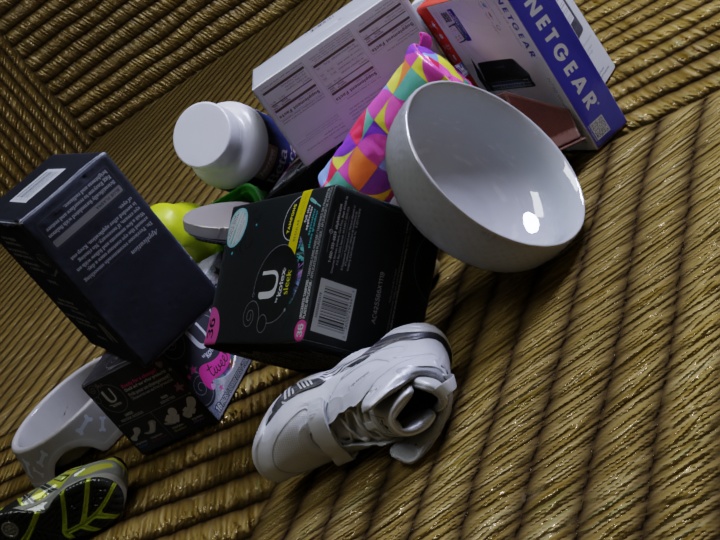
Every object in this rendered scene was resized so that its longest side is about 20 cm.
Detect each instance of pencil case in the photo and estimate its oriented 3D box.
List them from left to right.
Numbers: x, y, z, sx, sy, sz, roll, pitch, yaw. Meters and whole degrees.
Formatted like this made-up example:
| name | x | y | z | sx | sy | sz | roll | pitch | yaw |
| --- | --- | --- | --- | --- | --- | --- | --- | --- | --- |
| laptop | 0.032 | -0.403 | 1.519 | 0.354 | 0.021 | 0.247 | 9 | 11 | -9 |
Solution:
| name | x | y | z | sx | sy | sz | roll | pitch | yaw |
| --- | --- | --- | --- | --- | --- | --- | --- | --- | --- |
| pencil case | 0.037 | -0.149 | 1.250 | 0.200 | 0.088 | 0.088 | -53 | 14 | 21 |

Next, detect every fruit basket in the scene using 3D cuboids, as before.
| name | x | y | z | sx | sy | sz | roll | pitch | yaw |
| --- | --- | --- | --- | --- | --- | --- | --- | --- | --- |
| fruit basket | -0.191 | -0.019 | 1.469 | 0.216 | 0.156 | 0.216 | -27 | -2 | -1 |

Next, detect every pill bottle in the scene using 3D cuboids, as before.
| name | x | y | z | sx | sy | sz | roll | pitch | yaw |
| --- | --- | --- | --- | --- | --- | --- | --- | --- | --- |
| pill bottle | -0.150 | -0.152 | 1.494 | 0.111 | 0.111 | 0.200 | -32 | -18 | 18 |

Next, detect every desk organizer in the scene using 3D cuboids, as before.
| name | x | y | z | sx | sy | sz | roll | pitch | yaw |
| --- | --- | --- | --- | --- | --- | --- | --- | --- | --- |
| desk organizer | 0.144 | -0.146 | 1.253 | 0.072 | 0.077 | 0.200 | -25 | 7 | -24 |

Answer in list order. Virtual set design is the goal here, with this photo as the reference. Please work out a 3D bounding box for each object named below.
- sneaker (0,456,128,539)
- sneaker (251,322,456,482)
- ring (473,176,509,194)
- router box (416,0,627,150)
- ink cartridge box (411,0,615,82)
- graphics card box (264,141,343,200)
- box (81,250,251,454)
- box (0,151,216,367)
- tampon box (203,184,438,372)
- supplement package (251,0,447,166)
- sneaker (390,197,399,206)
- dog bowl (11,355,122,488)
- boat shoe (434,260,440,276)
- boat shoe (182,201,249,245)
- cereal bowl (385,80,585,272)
| name | x | y | z | sx | sy | sz | roll | pitch | yaw |
| --- | --- | --- | --- | --- | --- | --- | --- | --- | --- |
| sneaker | -0.333 | 0.265 | 1.271 | 0.200 | 0.075 | 0.076 | -22 | 15 | 14 |
| sneaker | -0.005 | 0.124 | 0.972 | 0.200 | 0.075 | 0.115 | -34 | 17 | 4 |
| ring | 0.094 | -0.073 | 1.237 | 0.200 | 0.019 | 0.200 | -21 | 5 | 2 |
| router box | 0.168 | -0.221 | 1.247 | 0.049 | 0.200 | 0.179 | -41 | 19 | -16 |
| ink cartridge box | 0.175 | -0.272 | 1.353 | 0.145 | 0.200 | 0.083 | -18 | 27 | 46 |
| graphics card box | -0.033 | -0.143 | 1.449 | 0.125 | 0.051 | 0.200 | -32 | 17 | 29 |
| box | -0.205 | 0.090 | 1.350 | 0.132 | 0.115 | 0.200 | -27 | 23 | 31 |
| box | -0.280 | -0.016 | 1.248 | 0.117 | 0.200 | 0.197 | -44 | 23 | -19 |
| tampon box | -0.041 | 0.014 | 1.128 | 0.200 | 0.126 | 0.150 | -8 | 68 | 55 |
| supplement package | -0.015 | -0.235 | 1.368 | 0.200 | 0.111 | 0.156 | -33 | 17 | 6 |
| sneaker | 0.030 | -0.118 | 1.455 | 0.105 | 0.075 | 0.200 | -46 | 16 | -6 |
| dog bowl | -0.361 | 0.187 | 1.500 | 0.200 | 0.059 | 0.200 | -33 | 21 | 14 |
| boat shoe | 0.000 | 0.001 | 1.256 | 0.201 | 0.066 | 0.072 | -14 | 31 | 50 |
| boat shoe | -0.110 | -0.023 | 1.364 | 0.200 | 0.093 | 0.075 | 5 | 30 | 19 |
| cereal bowl | 0.103 | -0.075 | 1.072 | 0.083 | 0.200 | 0.200 | -49 | 9 | 38 |
